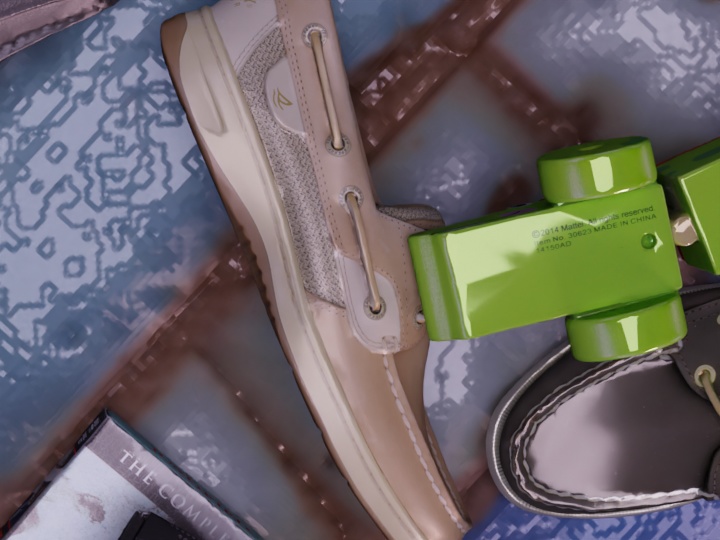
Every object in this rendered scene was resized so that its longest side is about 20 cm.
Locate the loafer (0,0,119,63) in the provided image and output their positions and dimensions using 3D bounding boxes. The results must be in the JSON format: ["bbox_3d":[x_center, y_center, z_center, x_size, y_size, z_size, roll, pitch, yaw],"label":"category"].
[{"bbox_3d":[-0.163,-0.054,0.953,0.201,0.068,0.070,-24,105,5],"label":"loafer"}]

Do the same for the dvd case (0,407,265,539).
[{"bbox_3d":[-0.096,0.168,1.002,0.146,0.022,0.200,42,91,-7],"label":"dvd case"}]

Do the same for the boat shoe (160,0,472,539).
[{"bbox_3d":[0.000,0.000,0.966,0.065,0.072,0.200,-23,92,1],"label":"boat shoe"}]

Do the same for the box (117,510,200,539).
[{"bbox_3d":[-0.022,0.189,0.922,0.200,0.044,0.160,30,51,0],"label":"box"}]

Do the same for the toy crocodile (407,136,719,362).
[{"bbox_3d":[0.112,-0.020,0.960,0.200,0.062,0.068,-18,98,-10],"label":"toy crocodile"}]

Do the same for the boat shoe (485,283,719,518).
[{"bbox_3d":[0.140,0.037,0.981,0.202,0.060,0.072,-17,97,-2],"label":"boat shoe"}]
